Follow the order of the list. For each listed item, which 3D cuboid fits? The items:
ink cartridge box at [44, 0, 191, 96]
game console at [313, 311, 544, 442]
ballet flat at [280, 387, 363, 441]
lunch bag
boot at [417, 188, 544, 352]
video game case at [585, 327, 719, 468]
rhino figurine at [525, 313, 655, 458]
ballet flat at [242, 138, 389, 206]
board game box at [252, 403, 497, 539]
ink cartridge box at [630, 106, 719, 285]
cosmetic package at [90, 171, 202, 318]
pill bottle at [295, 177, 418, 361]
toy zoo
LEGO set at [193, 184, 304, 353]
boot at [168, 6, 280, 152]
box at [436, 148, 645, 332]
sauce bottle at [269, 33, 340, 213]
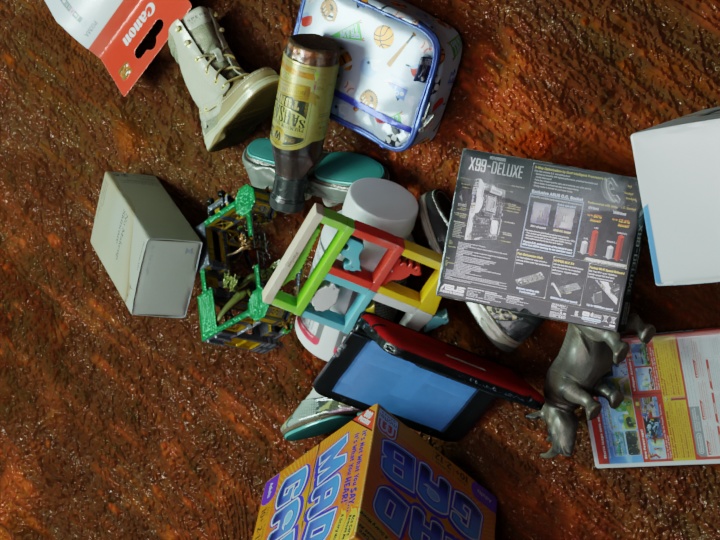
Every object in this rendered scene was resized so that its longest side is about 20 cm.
[{"bbox_3d":[-0.308,-0.343,1.858,0.163,0.057,0.201,-47,59,30],"label":"ink cartridge box"},{"bbox_3d":[0.072,0.136,1.658,0.199,0.172,0.120,21,97,-20],"label":"game console"},{"bbox_3d":[-0.010,0.150,1.806,0.199,0.069,0.072,-17,74,29],"label":"ballet flat"},{"bbox_3d":[0.013,-0.226,1.699,0.199,0.075,0.161,30,117,23],"label":"lunch bag"},{"bbox_3d":[0.163,-0.031,1.652,0.150,0.073,0.201,-37,73,27],"label":"boot"},{"bbox_3d":[0.332,0.137,1.618,0.199,0.017,0.144,-7,97,32],"label":"video game case"},{"bbox_3d":[0.236,0.119,1.625,0.087,0.059,0.201,43,122,38],"label":"rhino figurine"},{"bbox_3d":[-0.049,-0.108,1.778,0.199,0.067,0.064,15,136,28],"label":"ballet flat"},{"bbox_3d":[0.011,0.319,1.701,0.199,0.201,0.199,39,124,-21],"label":"board game box"},{"bbox_3d":[0.369,-0.082,1.440,0.145,0.199,0.148,-7,97,33],"label":"ink cartridge box"},{"bbox_3d":[-0.264,-0.034,1.851,0.200,0.072,0.104,48,128,55],"label":"cosmetic package"},{"bbox_3d":[0.000,0.000,1.714,0.110,0.110,0.201,33,127,21],"label":"pill bottle"},{"bbox_3d":[0.010,0.016,1.644,0.199,0.021,0.132,21,122,-19],"label":"toy zoo"},{"bbox_3d":[-0.113,0.005,1.788,0.154,0.115,0.201,-38,55,34],"label":"LEGO set"},{"bbox_3d":[-0.162,-0.238,1.768,0.156,0.072,0.200,68,155,5],"label":"boot"},{"bbox_3d":[0.188,-0.032,1.568,0.198,0.050,0.159,11,92,19],"label":"box"},{"bbox_3d":[-0.067,-0.161,1.692,0.066,0.066,0.202,22,118,25],"label":"sauce bottle"}]
